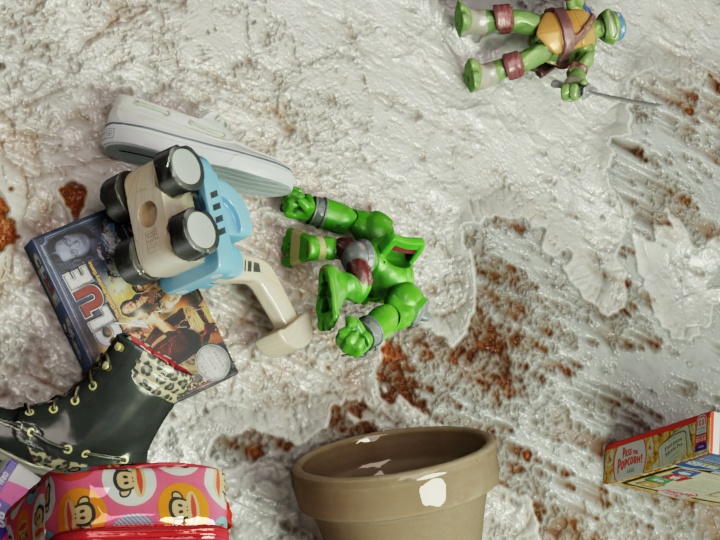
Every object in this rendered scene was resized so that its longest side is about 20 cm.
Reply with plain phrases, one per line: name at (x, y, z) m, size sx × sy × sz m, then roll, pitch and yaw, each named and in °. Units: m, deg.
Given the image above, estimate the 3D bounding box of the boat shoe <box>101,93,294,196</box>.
boat shoe at (-0.157, -0.130, 1.774) m, size 0.199 × 0.074 × 0.067 m, roll 15°, pitch 71°, yaw -19°

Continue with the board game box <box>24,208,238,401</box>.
board game box at (-0.221, 0.039, 1.718) m, size 0.135 × 0.035 × 0.201 m, roll -25°, pitch 87°, yaw -28°

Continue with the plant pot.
plant pot at (0.043, 0.256, 1.711) m, size 0.199 × 0.200 × 0.175 m, roll -13°, pitch 99°, yaw -27°

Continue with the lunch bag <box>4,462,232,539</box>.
lunch bag at (-0.193, 0.214, 1.476) m, size 0.175 × 0.200 × 0.082 m, roll 1°, pitch 69°, yaw -25°

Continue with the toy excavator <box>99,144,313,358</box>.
toy excavator at (-0.134, -0.016, 1.716) m, size 0.200 × 0.100 × 0.195 m, roll 4°, pitch 67°, yaw -51°

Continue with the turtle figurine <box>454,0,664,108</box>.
turtle figurine at (0.210, -0.261, 1.928) m, size 0.193 × 0.200 × 0.144 m, roll -10°, pitch 119°, yaw -7°

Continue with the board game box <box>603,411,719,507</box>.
board game box at (0.370, 0.200, 1.853) m, size 0.151 × 0.200 × 0.047 m, roll 14°, pitch 69°, yaw -21°

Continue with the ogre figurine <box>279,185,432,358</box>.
ogre figurine at (0.000, 0.000, 1.793) m, size 0.119 × 0.098 × 0.200 m, roll -1°, pitch 32°, yaw -30°

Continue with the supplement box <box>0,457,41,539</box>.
supplement box at (-0.271, 0.271, 1.592) m, size 0.200 × 0.103 × 0.101 m, roll 36°, pitch 62°, yaw -13°

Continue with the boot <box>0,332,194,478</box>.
boot at (-0.267, 0.115, 1.620) m, size 0.203 × 0.073 × 0.154 m, roll 31°, pitch 93°, yaw -19°
